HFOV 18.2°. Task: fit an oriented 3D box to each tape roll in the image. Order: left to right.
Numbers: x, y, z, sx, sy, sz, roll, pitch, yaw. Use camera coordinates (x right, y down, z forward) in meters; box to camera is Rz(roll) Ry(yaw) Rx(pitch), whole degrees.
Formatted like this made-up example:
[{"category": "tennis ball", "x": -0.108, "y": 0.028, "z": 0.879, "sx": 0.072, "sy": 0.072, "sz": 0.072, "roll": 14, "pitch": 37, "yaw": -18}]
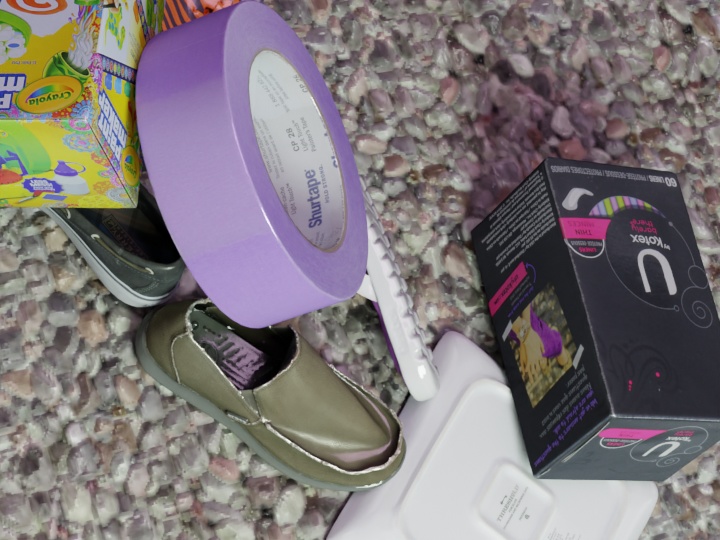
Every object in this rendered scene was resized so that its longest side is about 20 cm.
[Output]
[{"category": "tape roll", "x": -0.066, "y": -0.068, "z": 1.435, "sx": 0.200, "sy": 0.065, "sz": 0.201, "roll": 53, "pitch": 28, "yaw": -44}]

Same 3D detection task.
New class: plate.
[{"category": "plate", "x": 0.101, "y": 0.167, "z": 1.550, "sx": 0.200, "sy": 0.032, "sz": 0.200, "roll": 37, "pitch": 58, "yaw": -9}]

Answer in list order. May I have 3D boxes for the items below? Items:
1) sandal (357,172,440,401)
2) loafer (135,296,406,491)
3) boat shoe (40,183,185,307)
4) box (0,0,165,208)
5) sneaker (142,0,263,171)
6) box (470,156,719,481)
[{"category": "sandal", "x": -0.001, "y": -0.002, "z": 1.549, "sx": 0.050, "sy": 0.082, "sz": 0.203, "roll": -23, "pitch": 74, "yaw": 5}, {"category": "loafer", "x": -0.053, "y": 0.081, "z": 1.483, "sx": 0.200, "sy": 0.070, "sz": 0.075, "roll": 28, "pitch": 61, "yaw": -12}, {"category": "boat shoe", "x": -0.186, "y": -0.063, "z": 1.479, "sx": 0.200, "sy": 0.057, "sz": 0.069, "roll": 46, "pitch": 57, "yaw": 2}, {"category": "box", "x": -0.237, "y": -0.150, "z": 1.403, "sx": 0.199, "sy": 0.122, "sz": 0.193, "roll": 1, "pitch": 66, "yaw": 11}, {"category": "sneaker", "x": -0.119, "y": -0.159, "z": 1.542, "sx": 0.112, "sy": 0.078, "sz": 0.201, "roll": 6, "pitch": 68, "yaw": -23}, {"category": "box", "x": 0.171, "y": 0.036, "z": 1.570, "sx": 0.122, "sy": 0.106, "sz": 0.201, "roll": 3, "pitch": 60, "yaw": -31}]
